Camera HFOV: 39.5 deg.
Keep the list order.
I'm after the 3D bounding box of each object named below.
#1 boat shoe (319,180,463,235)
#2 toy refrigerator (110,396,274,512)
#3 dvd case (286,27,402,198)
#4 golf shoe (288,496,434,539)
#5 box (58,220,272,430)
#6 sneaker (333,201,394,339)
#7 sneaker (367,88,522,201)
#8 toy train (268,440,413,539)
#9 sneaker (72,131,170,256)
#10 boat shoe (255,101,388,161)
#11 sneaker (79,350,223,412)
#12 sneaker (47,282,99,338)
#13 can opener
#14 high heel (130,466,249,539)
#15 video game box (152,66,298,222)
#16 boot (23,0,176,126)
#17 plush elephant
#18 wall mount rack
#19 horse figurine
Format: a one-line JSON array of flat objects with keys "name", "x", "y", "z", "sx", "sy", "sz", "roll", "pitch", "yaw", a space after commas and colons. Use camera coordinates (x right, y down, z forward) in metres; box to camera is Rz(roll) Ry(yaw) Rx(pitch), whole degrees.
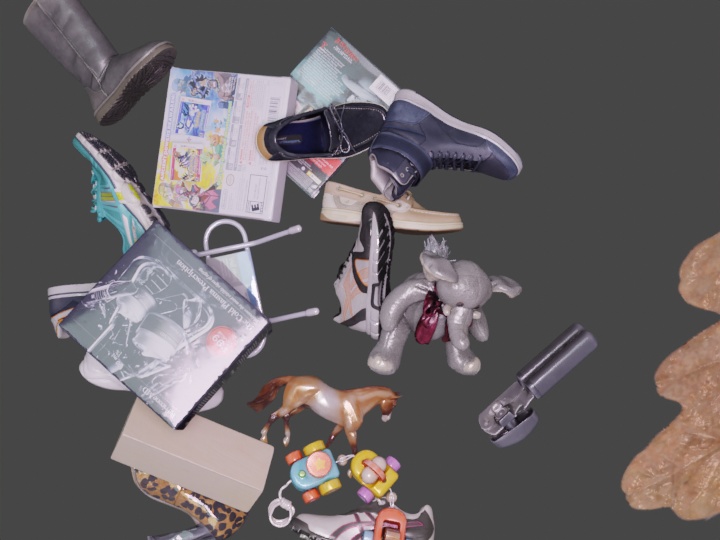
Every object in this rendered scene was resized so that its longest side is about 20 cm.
[{"name": "boat shoe", "x": 0.045, "y": -0.088, "z": 1.389, "sx": 0.199, "sy": 0.072, "sz": 0.065, "roll": 7, "pitch": 87, "yaw": 9}, {"name": "toy refrigerator", "x": -0.225, "y": 0.247, "z": 1.352, "sx": 0.199, "sy": 0.076, "sz": 0.070, "roll": 24, "pitch": 132, "yaw": -11}, {"name": "dvd case", "x": -0.054, "y": -0.223, "z": 1.426, "sx": 0.146, "sy": 0.022, "sz": 0.200, "roll": 41, "pitch": 91, "yaw": 5}, {"name": "golf shoe", "x": 0.004, "y": 0.351, "z": 1.375, "sx": 0.199, "sy": 0.077, "sz": 0.088, "roll": 12, "pitch": 72, "yaw": -1}, {"name": "box", "x": -0.246, "y": 0.074, "z": 1.296, "sx": 0.200, "sy": 0.104, "sz": 0.182, "roll": 41, "pitch": 81, "yaw": 3}, {"name": "sneaker", "x": 0.000, "y": 0.000, "z": 1.354, "sx": 0.080, "sy": 0.074, "sz": 0.201, "roll": 12, "pitch": 117, "yaw": 17}, {"name": "sneaker", "x": 0.107, "y": -0.139, "z": 1.357, "sx": 0.202, "sy": 0.077, "sz": 0.147, "roll": 27, "pitch": 64, "yaw": 2}, {"name": "toy train", "x": -0.016, "y": 0.303, "z": 1.323, "sx": 0.199, "sy": 0.056, "sz": 0.151, "roll": 16, "pitch": 66, "yaw": 0}, {"name": "sneaker", "x": -0.352, "y": -0.107, "z": 1.414, "sx": 0.080, "sy": 0.077, "sz": 0.200, "roll": -34, "pitch": 85, "yaw": 10}, {"name": "boat shoe", "x": -0.043, "y": -0.187, "z": 1.357, "sx": 0.199, "sy": 0.062, "sz": 0.075, "roll": -13, "pitch": 97, "yaw": -24}, {"name": "sneaker", "x": -0.278, "y": 0.136, "z": 1.372, "sx": 0.200, "sy": 0.070, "sz": 0.080, "roll": 19, "pitch": 108, "yaw": -13}, {"name": "sneaker", "x": -0.339, "y": 0.052, "z": 1.402, "sx": 0.199, "sy": 0.078, "sz": 0.080, "roll": -8, "pitch": 82, "yaw": 14}, {"name": "can opener", "x": 0.248, "y": 0.161, "z": 1.380, "sx": 0.200, "sy": 0.053, "sz": 0.067, "roll": -41, "pitch": 118, "yaw": 0}, {"name": "high heel", "x": -0.241, "y": 0.283, "z": 1.396, "sx": 0.142, "sy": 0.071, "sz": 0.201, "roll": -14, "pitch": 83, "yaw": -9}, {"name": "video game box", "x": -0.189, "y": -0.175, "z": 1.403, "sx": 0.181, "sy": 0.047, "sz": 0.201, "roll": 8, "pitch": 90, "yaw": 12}, {"name": "boot", "x": -0.369, "y": -0.329, "z": 1.412, "sx": 0.182, "sy": 0.073, "sz": 0.200, "roll": -36, "pitch": 80, "yaw": 25}, {"name": "plush elephant", "x": 0.118, "y": 0.047, "z": 1.317, "sx": 0.164, "sy": 0.155, "sz": 0.201, "roll": 10, "pitch": 83, "yaw": -19}, {"name": "wall mount rack", "x": -0.151, "y": 0.018, "z": 1.392, "sx": 0.173, "sy": 0.075, "sz": 0.201, "roll": -12, "pitch": 87, "yaw": 1}, {"name": "horse figurine", "x": -0.058, "y": 0.197, "z": 1.390, "sx": 0.199, "sy": 0.050, "sz": 0.133, "roll": 22, "pitch": 96, "yaw": 2}]
